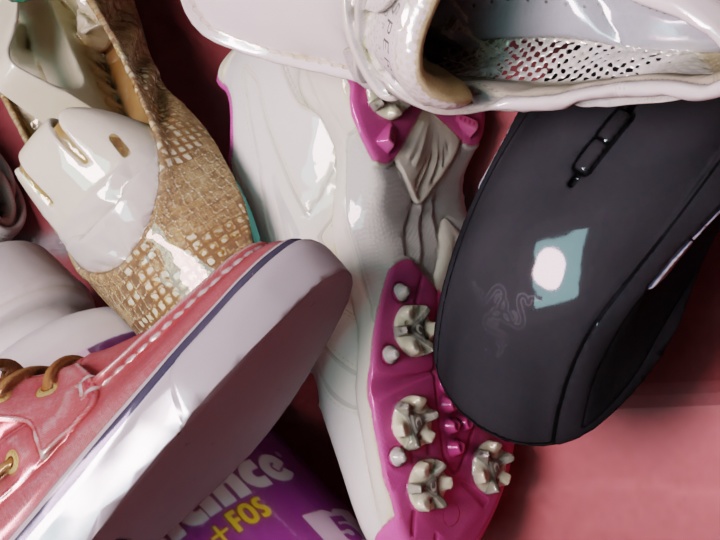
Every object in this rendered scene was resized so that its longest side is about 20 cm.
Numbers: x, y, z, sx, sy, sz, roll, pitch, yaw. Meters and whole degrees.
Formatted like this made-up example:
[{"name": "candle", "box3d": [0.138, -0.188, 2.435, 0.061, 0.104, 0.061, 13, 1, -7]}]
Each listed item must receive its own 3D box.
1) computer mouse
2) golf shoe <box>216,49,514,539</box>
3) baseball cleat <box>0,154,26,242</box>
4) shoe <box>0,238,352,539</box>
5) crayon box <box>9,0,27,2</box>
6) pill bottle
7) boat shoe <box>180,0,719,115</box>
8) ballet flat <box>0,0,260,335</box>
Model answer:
[{"name": "computer mouse", "box3d": [0.063, -0.057, 0.691, 0.140, 0.046, 0.200, 38, 93, 27]}, {"name": "golf shoe", "box3d": [0.000, 0.000, 0.753, 0.091, 0.075, 0.200, -14, 77, 43]}, {"name": "baseball cleat", "box3d": [-0.177, 0.017, 0.860, 0.106, 0.070, 0.200, -3, 100, 15]}, {"name": "shoe", "box3d": [-0.098, 0.049, 0.688, 0.091, 0.071, 0.200, 42, 91, 18]}, {"name": "crayon box", "box3d": [-0.141, -0.188, 0.749, 0.200, 0.058, 0.119, 40, 138, 36]}, {"name": "pill bottle", "box3d": [-0.078, 0.084, 0.771, 0.200, 0.112, 0.112, 44, 112, 23]}, {"name": "boat shoe", "box3d": [0.024, -0.078, 0.645, 0.200, 0.069, 0.071, 3, 127, 30]}, {"name": "ballet flat", "box3d": [-0.093, -0.044, 0.768, 0.071, 0.065, 0.200, -52, 43, 20]}]
